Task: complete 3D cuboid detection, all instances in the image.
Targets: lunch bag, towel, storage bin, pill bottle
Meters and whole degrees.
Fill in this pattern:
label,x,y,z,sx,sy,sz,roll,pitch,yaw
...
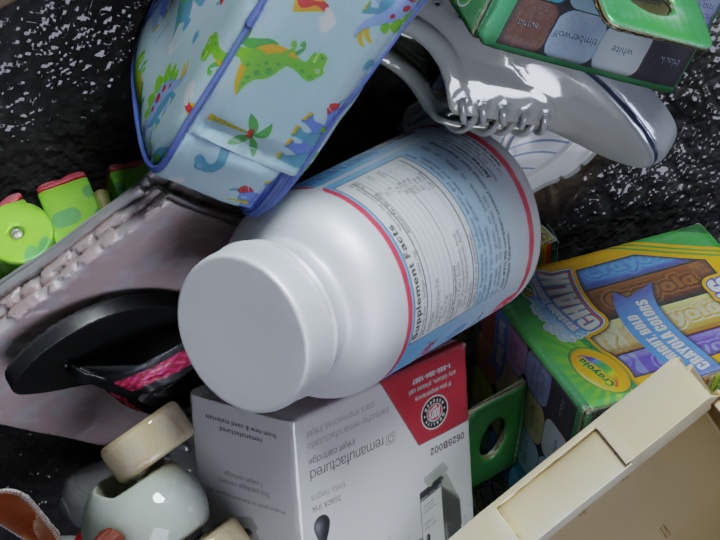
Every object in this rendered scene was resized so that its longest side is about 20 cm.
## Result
label,x,y,z,sx,sy,sz,roll,pitch,yaw
lunch bag,-0.036,-0.142,1.119,0.082,0.161,0.200,22,118,-25
towel,-0.124,0.024,1.243,0.200,0.032,0.191,-35,153,21
storage bin,0.157,0.176,1.267,0.200,0.094,0.199,-39,137,1
pill bottle,0.000,0.000,1.176,0.200,0.109,0.109,-28,143,-48

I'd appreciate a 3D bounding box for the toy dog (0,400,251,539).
label,x,y,z,sx,sy,sz,roll,pitch,yaw
toy dog,-0.145,0.156,1.221,0.096,0.132,0.200,-28,156,-45

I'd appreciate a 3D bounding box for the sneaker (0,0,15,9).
label,x,y,z,sx,sy,sz,roll,pitch,yaw
sneaker,-0.140,-0.196,1.093,0.200,0.071,0.076,-34,130,4

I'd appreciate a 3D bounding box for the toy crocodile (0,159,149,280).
label,x,y,z,sx,sy,sz,roll,pitch,yaw
toy crocodile,-0.148,-0.026,1.233,0.199,0.062,0.068,-16,155,-14

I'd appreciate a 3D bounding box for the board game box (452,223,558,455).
label,x,y,z,sx,sy,sz,roll,pitch,yaw
board game box,0.065,0.065,1.418,0.104,0.023,0.201,-13,130,-18

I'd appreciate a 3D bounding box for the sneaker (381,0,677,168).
label,x,y,z,sx,sy,sz,roll,pitch,yaw
sneaker,0.069,-0.100,1.204,0.199,0.071,0.073,30,160,0

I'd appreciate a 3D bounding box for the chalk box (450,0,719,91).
label,x,y,z,sx,sy,sz,roll,pitch,yaw
chalk box,0.113,-0.178,1.118,0.124,0.200,0.124,11,121,-30

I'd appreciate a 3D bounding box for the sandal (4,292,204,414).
label,x,y,z,sx,sy,sz,roll,pitch,yaw
sandal,-0.095,0.048,1.225,0.199,0.045,0.075,-3,148,-39

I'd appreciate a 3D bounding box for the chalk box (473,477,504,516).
label,x,y,z,sx,sy,sz,roll,pitch,yaw
chalk box,0.122,0.200,1.461,0.199,0.124,0.125,-19,149,-10

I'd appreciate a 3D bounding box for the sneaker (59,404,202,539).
label,x,y,z,sx,sy,sz,roll,pitch,yaw
sneaker,-0.086,0.096,1.352,0.199,0.078,0.100,-16,125,-23

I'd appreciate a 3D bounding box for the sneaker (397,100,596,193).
label,x,y,z,sx,sy,sz,roll,pitch,yaw
sneaker,0.074,-0.077,1.280,0.087,0.075,0.200,31,108,-28

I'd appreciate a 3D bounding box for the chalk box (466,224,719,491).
label,x,y,z,sx,sy,sz,roll,pitch,yaw
chalk box,0.140,0.075,1.350,0.199,0.124,0.125,-13,132,-22

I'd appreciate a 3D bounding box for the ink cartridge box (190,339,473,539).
label,x,y,z,sx,sy,sz,roll,pitch,yaw
ink cartridge box,-0.010,0.146,1.268,0.146,0.083,0.201,-22,115,-43
